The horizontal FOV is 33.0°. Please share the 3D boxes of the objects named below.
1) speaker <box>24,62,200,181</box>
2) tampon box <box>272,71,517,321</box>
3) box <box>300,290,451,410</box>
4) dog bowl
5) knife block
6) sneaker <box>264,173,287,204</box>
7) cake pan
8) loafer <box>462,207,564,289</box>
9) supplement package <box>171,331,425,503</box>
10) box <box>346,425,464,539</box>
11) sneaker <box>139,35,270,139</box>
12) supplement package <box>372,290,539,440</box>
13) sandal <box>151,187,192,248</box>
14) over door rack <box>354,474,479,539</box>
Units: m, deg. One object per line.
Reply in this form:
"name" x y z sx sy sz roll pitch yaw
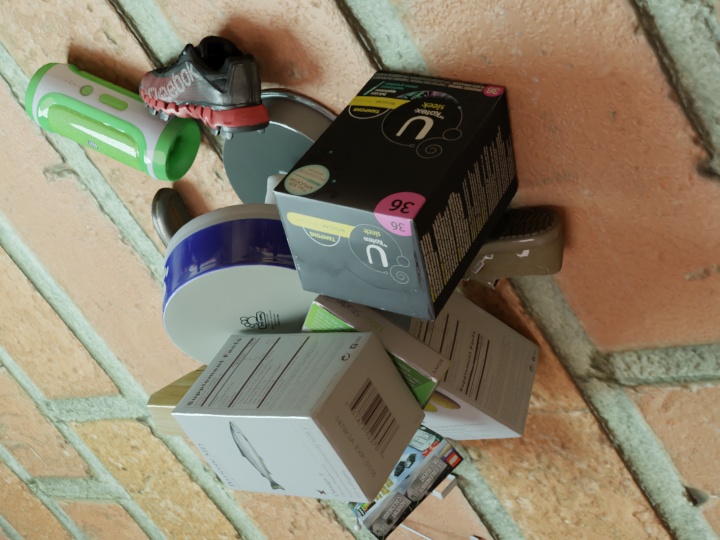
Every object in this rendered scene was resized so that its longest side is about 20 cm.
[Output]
"speaker" -0.288 -0.173 1.412 0.199 0.089 0.089 24 142 17
"tampon box" 0.040 -0.076 1.154 0.149 0.200 0.127 12 137 28
"box" -0.002 0.112 1.235 0.144 0.036 0.200 33 144 7
"dog bowl" -0.106 0.023 1.266 0.199 0.079 0.201 -2 142 -1
"knife block" -0.163 0.190 1.633 0.176 0.199 0.064 43 156 47
"sneaker" -0.076 -0.025 1.347 0.074 0.087 0.200 -8 142 -15
"cake pan" -0.071 -0.105 1.348 0.199 0.037 0.201 22 140 19
"loafer" 0.122 -0.015 1.256 0.199 0.076 0.068 -4 122 41
"supplement package" -0.061 0.140 1.185 0.199 0.117 0.117 -5 128 43
"box" 0.036 0.239 1.478 0.040 0.137 0.200 46 175 -15
"sneaker" -0.170 -0.204 1.297 0.200 0.071 0.098 20 118 46
"supplement package" 0.084 0.097 1.323 0.200 0.110 0.113 32 151 -35
"sandal" -0.198 -0.019 1.529 0.054 0.082 0.201 -11 118 19
"over door rack" 0.053 0.334 1.695 0.199 0.067 0.148 8 136 33
